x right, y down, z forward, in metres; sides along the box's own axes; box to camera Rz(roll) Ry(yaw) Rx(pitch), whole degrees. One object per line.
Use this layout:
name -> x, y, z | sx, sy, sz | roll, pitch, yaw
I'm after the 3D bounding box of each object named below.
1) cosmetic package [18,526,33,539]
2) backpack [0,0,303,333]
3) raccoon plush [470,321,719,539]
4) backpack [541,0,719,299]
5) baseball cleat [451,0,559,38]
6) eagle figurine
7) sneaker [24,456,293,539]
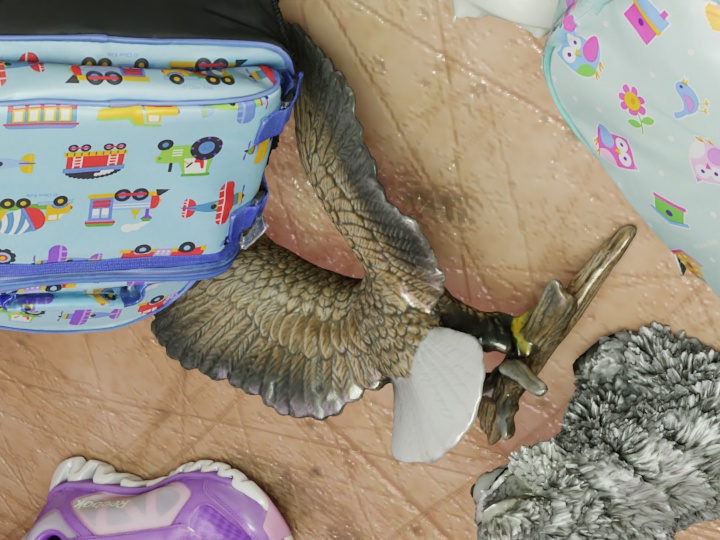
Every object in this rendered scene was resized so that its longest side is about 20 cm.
cosmetic package -> -0.260, 0.296, 1.225 | 0.123, 0.200, 0.199 | 45, 138, -2
backpack -> -0.131, -0.045, 0.775 | 0.182, 0.135, 0.200 | 1, 137, -24
raccoon plush -> 0.140, 0.093, 0.808 | 0.200, 0.134, 0.097 | -16, 114, 43
backpack -> 0.167, -0.061, 0.664 | 0.200, 0.127, 0.167 | 50, 141, -7
baseball cleat -> 0.013, -0.173, 0.737 | 0.200, 0.070, 0.107 | 25, 120, 13
eagle figurine -> -0.001, 0.001, 0.842 | 0.200, 0.152, 0.151 | 32, 158, 1
sneaker -> -0.133, 0.171, 1.109 | 0.200, 0.089, 0.081 | -3, 122, 36
